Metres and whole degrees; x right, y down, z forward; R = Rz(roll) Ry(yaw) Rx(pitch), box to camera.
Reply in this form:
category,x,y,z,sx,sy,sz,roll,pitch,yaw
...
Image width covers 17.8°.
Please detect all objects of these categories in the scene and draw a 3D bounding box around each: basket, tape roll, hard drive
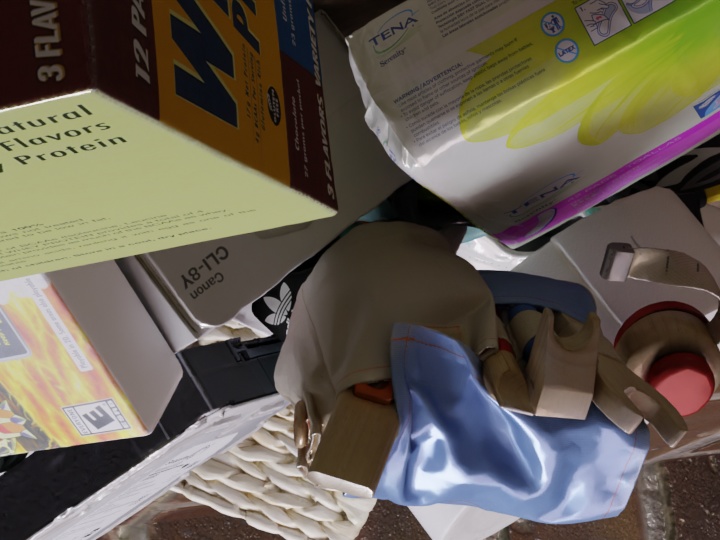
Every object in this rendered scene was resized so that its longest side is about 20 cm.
category,x,y,z,sx,sy,sz,roll,pitch,yaw
basket,-0.038,0.064,1.294,0.135,0.124,0.200,23,-171,-5
tape roll,0.098,0.049,1.129,0.202,0.071,0.203,-34,164,-11
hard drive,-0.126,0.099,1.115,0.200,0.038,0.140,-35,172,17

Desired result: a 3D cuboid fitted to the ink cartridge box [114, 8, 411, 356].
category,x,y,z,sx,sy,sz,roll,pitch,yaw
ink cartridge box,-0.080,-0.020,1.034,0.145,0.084,0.200,-40,-175,-29

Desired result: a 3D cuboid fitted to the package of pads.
category,x,y,z,sx,sy,sz,roll,pitch,yaw
package of pads,0.088,-0.082,0.938,0.154,0.068,0.200,-29,164,9

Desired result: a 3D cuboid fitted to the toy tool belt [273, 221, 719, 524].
category,x,y,z,sx,sy,sz,roll,pitch,yaw
toy tool belt,0.068,0.059,0.951,0.199,0.123,0.125,5,122,-14

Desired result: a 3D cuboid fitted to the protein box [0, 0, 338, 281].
category,x,y,z,sx,sy,sz,roll,pitch,yaw
protein box,-0.135,-0.079,0.702,0.198,0.136,0.200,-11,169,16

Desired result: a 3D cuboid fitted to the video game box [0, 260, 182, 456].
category,x,y,z,sx,sy,sz,roll,pitch,yaw
video game box,-0.196,-0.007,0.924,0.181,0.047,0.200,-9,126,31

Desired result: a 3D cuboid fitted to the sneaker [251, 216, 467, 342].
category,x,y,z,sx,sy,sz,roll,pitch,yaw
sneaker,0.000,0.000,1.158,0.080,0.072,0.200,27,-164,4

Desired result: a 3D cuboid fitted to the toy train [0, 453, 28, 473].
category,x,y,z,sx,sy,sz,roll,pitch,yaw
toy train,-0.247,0.094,1.162,0.114,0.085,0.200,12,133,-35

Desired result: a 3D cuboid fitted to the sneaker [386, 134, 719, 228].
category,x,y,z,sx,sy,sz,roll,pitch,yaw
sneaker,0.107,-0.050,1.145,0.199,0.071,0.083,-8,-150,6

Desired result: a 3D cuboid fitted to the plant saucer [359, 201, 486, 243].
category,x,y,z,sx,sy,sz,roll,pitch,yaw
plant saucer,0.024,-0.037,1.291,0.200,0.039,0.201,-7,169,-1

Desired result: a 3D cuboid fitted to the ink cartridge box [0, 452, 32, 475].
category,x,y,z,sx,sy,sz,roll,pitch,yaw
ink cartridge box,-0.285,0.068,1.300,0.199,0.085,0.145,1,-152,-35

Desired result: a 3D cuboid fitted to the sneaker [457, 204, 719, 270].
category,x,y,z,sx,sy,sz,roll,pitch,yaw
sneaker,0.148,-0.018,1.424,0.199,0.076,0.089,-5,157,-12

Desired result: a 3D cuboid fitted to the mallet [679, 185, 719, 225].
category,x,y,z,sx,sy,sz,roll,pitch,yaw
mallet,0.247,-0.047,1.336,0.199,0.066,0.041,-6,168,-11
